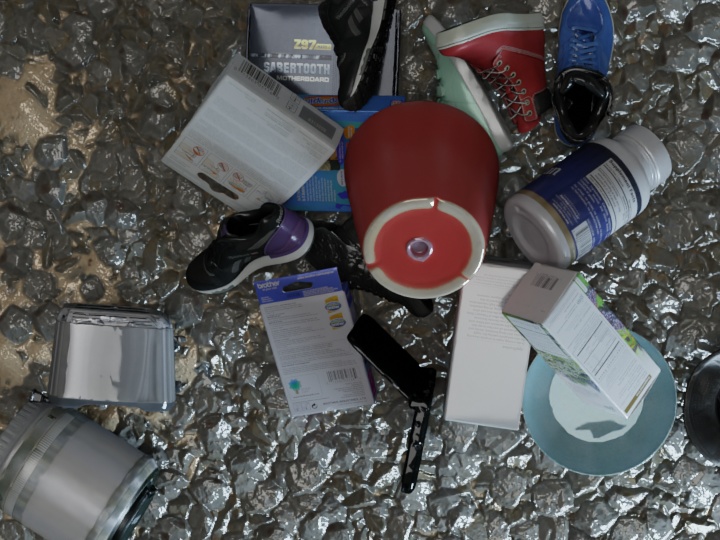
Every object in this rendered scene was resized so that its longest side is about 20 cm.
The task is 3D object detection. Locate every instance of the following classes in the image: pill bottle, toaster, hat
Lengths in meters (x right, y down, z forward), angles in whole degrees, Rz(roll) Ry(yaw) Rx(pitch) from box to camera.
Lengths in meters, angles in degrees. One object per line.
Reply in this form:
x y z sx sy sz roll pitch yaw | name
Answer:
0.285 -0.094 1.336 0.200 0.111 0.111 -35 92 -15 | pill bottle
-0.333 0.114 1.428 0.199 0.114 0.130 4 92 -11 | toaster
0.503 0.165 1.380 0.199 0.081 0.202 0 103 1 | hat

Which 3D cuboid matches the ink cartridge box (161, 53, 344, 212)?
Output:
-0.138 -0.157 1.347 0.160 0.047 0.200 33 140 -16 | ink cartridge box

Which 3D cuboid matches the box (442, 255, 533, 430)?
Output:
0.166 0.087 1.380 0.097 0.124 0.201 8 97 4 | box

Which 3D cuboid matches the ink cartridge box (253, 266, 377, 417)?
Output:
-0.058 0.090 1.417 0.119 0.042 0.201 -10 112 13 | ink cartridge box

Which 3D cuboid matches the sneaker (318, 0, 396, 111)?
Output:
-0.014 -0.290 1.331 0.087 0.076 0.201 11 73 10 | sneaker

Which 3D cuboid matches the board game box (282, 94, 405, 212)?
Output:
-0.041 -0.149 1.383 0.199 0.045 0.153 2 127 5 | board game box

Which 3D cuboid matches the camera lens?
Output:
-0.382 0.280 1.436 0.199 0.160 0.160 31 98 2 | camera lens

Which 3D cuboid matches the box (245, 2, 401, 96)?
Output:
-0.048 -0.262 1.402 0.199 0.051 0.159 4 96 4 | box

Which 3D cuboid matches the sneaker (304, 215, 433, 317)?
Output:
-0.001 0.001 1.423 0.104 0.060 0.200 -36 100 22 | sneaker

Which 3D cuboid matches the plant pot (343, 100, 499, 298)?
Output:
0.073 -0.075 1.290 0.199 0.178 0.201 1 127 2 | plant pot

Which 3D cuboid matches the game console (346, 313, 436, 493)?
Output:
0.033 0.163 1.363 0.116 0.200 0.177 11 97 5 | game console

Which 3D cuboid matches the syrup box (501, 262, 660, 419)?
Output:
0.268 0.086 1.305 0.200 0.079 0.082 44 76 -29 | syrup box

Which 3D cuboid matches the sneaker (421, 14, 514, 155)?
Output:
0.100 -0.219 1.383 0.118 0.074 0.201 -28 86 18 | sneaker

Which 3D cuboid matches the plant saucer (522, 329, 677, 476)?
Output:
0.311 0.167 1.418 0.200 0.039 0.202 1 97 6 | plant saucer

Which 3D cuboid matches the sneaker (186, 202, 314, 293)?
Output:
-0.162 -0.038 1.385 0.199 0.087 0.076 -24 52 29 | sneaker

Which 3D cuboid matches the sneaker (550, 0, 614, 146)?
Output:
0.279 -0.255 1.340 0.076 0.111 0.201 8 96 4 | sneaker

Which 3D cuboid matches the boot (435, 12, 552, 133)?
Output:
0.171 -0.237 1.321 0.072 0.199 0.145 -3 99 42 | boot
